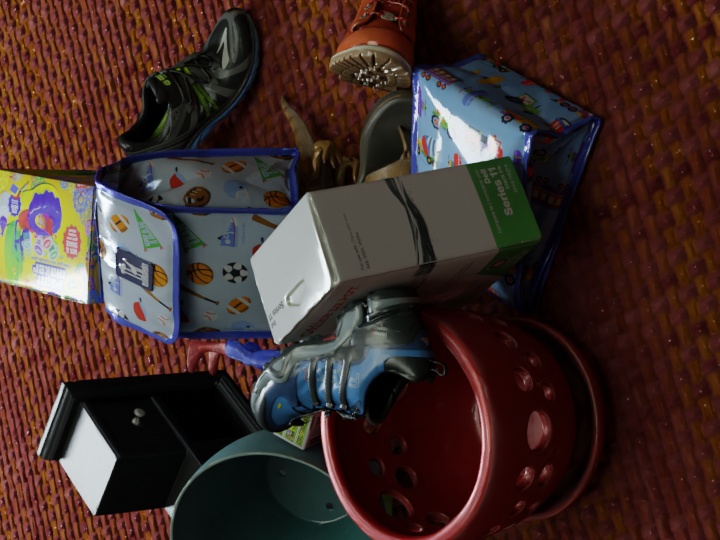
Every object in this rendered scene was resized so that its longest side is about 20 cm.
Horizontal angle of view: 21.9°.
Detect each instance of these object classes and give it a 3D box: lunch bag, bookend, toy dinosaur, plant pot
[{"bbox_3d":[-0.157,-0.023,1.803,0.124,0.197,0.171,-90,2,-52],"label":"lunch bag"},{"bbox_3d":[-0.179,0.199,1.819,0.199,0.198,0.093,49,127,38],"label":"bookend"},{"bbox_3d":[-0.046,-0.099,1.827,0.106,0.060,0.202,-27,72,47],"label":"toy dinosaur"},{"bbox_3d":[0.093,0.128,1.582,0.199,0.181,0.203,4,96,43],"label":"plant pot"},{"bbox_3d":[0.110,-0.067,1.644,0.150,0.093,0.202,35,126,39],"label":"lunch bag"},{"bbox_3d":[-0.059,0.222,1.701,0.198,0.135,0.202,6,116,13],"label":"plant pot"}]

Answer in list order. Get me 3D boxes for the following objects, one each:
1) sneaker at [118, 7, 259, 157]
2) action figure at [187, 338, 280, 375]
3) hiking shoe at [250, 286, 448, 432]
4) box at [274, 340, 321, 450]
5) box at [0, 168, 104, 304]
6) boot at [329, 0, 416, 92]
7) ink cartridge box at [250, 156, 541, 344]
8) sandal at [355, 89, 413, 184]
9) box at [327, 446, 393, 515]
[{"bbox_3d":[-0.177,-0.187,1.928,0.200,0.083,0.071,-53,46,2],"label":"sneaker"},{"bbox_3d":[-0.073,0.115,1.835,0.198,0.065,0.100,-3,85,27],"label":"action figure"},{"bbox_3d":[-0.018,0.093,1.515,0.200,0.074,0.087,-39,64,38],"label":"hiking shoe"},{"bbox_3d":[0.000,0.083,1.680,0.034,0.199,0.111,26,111,23],"label":"box"},{"bbox_3d":[-0.262,-0.038,1.974,0.199,0.191,0.124,11,100,47],"label":"box"},{"bbox_3d":[0.018,-0.220,1.684,0.200,0.074,0.108,-115,40,-84],"label":"boot"},{"bbox_3d":[0.026,-0.016,1.541,0.147,0.198,0.084,-44,62,57],"label":"ink cartridge box"},{"bbox_3d":[0.025,-0.078,1.726,0.055,0.081,0.201,-108,37,-48],"label":"sandal"},{"bbox_3d":[-0.034,0.225,1.835,0.199,0.047,0.124,5,96,49],"label":"box"}]
